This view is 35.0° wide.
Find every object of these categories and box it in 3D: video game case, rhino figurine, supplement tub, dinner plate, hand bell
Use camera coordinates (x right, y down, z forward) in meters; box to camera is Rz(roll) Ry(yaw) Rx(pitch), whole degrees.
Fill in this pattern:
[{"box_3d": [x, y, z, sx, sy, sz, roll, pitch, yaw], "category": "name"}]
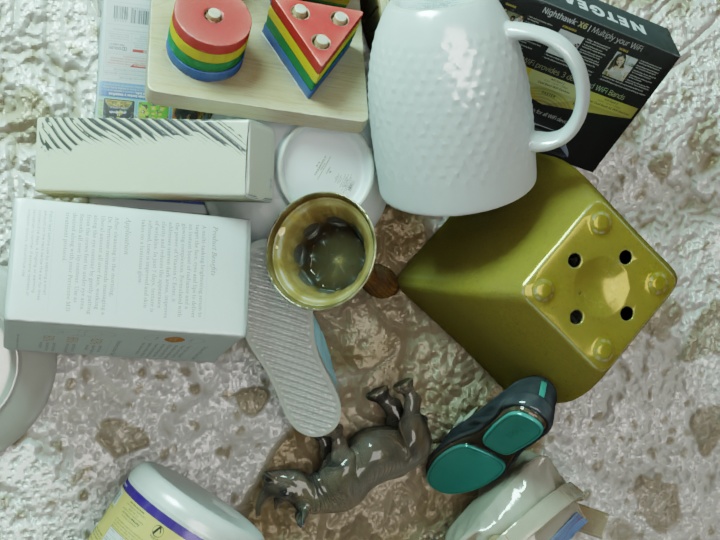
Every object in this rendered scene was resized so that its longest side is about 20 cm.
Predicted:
[{"box_3d": [-0.181, -0.156, 1.094, 0.142, 0.018, 0.201, 4, 92, -16], "category": "video game case"}, {"box_3d": [-0.017, 0.191, 1.135, 0.199, 0.060, 0.088, -30, 97, -11], "category": "rhino figurine"}, {"box_3d": [-0.196, 0.295, 1.045, 0.145, 0.145, 0.201, 34, 84, -14], "category": "supplement tub"}, {"box_3d": [-0.381, 0.083, 1.047, 0.199, 0.024, 0.201, -1, 93, -15], "category": "dinner plate"}, {"box_3d": [0.000, 0.000, 1.073, 0.104, 0.200, 0.105, -4, 78, 20], "category": "hand bell"}]

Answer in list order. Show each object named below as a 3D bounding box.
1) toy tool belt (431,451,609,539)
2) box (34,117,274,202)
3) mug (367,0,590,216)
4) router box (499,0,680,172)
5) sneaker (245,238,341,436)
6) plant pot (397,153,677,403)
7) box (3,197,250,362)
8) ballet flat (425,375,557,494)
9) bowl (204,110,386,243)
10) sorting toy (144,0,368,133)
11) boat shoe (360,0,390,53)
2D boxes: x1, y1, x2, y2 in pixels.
[{"box_3d": [0.153, 0.289, 1.156, 0.123, 0.125, 0.200, 43, 82, -5], "category": "toy tool belt"}, {"box_3d": [-0.181, -0.097, 1.013, 0.199, 0.082, 0.069, 2, 90, 12], "category": "box"}, {"box_3d": [0.103, -0.157, 1.010, 0.199, 0.148, 0.176, 2, 119, 21], "category": "mug"}, {"box_3d": [0.185, -0.195, 1.123, 0.199, 0.052, 0.157, 16, 131, -21], "category": "router box"}, {"box_3d": [-0.073, 0.059, 1.099, 0.074, 0.082, 0.201, -15, 107, -4], "category": "sneaker"}, {"box_3d": [0.189, 0.009, 1.112, 0.195, 0.200, 0.194, 43, 81, -12], "category": "plant pot"}, {"box_3d": [-0.210, 0.014, 1.014, 0.199, 0.152, 0.107, 5, 76, -17], "category": "box"}, {"box_3d": [0.132, 0.160, 1.130, 0.073, 0.200, 0.073, 14, 55, -20], "category": "ballet flat"}, {"box_3d": [-0.047, -0.095, 1.086, 0.200, 0.090, 0.202, -2, 95, -21], "category": "bowl"}, {"box_3d": [-0.088, -0.236, 1.039, 0.199, 0.070, 0.200, 6, 58, -16], "category": "sorting toy"}, {"box_3d": [0.033, -0.293, 1.122, 0.065, 0.072, 0.201, -7, 89, -14], "category": "boat shoe"}]
